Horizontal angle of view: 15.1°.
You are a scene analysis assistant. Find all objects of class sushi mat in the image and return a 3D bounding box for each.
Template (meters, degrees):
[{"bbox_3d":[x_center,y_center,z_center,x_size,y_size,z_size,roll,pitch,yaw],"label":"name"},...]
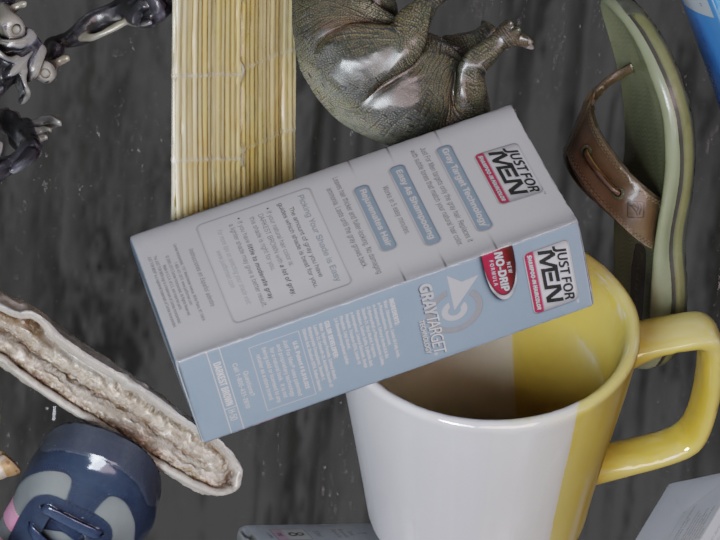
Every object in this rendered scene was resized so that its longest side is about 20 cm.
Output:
[{"bbox_3d":[-0.063,-0.103,1.360,0.096,0.012,0.200,-17,112,-53],"label":"sushi mat"}]

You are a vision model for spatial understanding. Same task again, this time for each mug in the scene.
[{"bbox_3d":[0.079,0.085,1.382,0.187,0.149,0.153,12,132,13],"label":"mug"}]

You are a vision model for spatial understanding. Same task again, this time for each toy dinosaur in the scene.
[{"bbox_3d":[0.018,-0.102,1.364,0.200,0.077,0.102,40,86,-27],"label":"toy dinosaur"}]

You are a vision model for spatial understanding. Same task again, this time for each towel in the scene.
[{"bbox_3d":[-0.153,0.041,1.340,0.200,0.133,0.034,35,87,-19],"label":"towel"}]

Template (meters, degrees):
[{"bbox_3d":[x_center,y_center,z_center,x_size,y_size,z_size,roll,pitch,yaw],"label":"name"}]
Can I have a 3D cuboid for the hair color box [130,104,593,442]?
[{"bbox_3d":[0.000,0.000,1.310,0.200,0.099,0.061,-20,132,-5],"label":"hair color box"}]

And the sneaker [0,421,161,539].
[{"bbox_3d":[-0.153,0.149,1.332,0.070,0.200,0.082,26,52,-3],"label":"sneaker"}]

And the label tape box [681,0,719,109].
[{"bbox_3d":[0.263,-0.175,1.418,0.200,0.066,0.143,-25,108,-9],"label":"label tape box"}]

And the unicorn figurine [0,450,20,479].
[{"bbox_3d":[-0.227,0.133,1.258,0.137,0.074,0.200,-7,91,-26],"label":"unicorn figurine"}]

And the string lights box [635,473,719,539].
[{"bbox_3d":[0.223,0.217,1.480,0.200,0.059,0.103,51,52,-18],"label":"string lights box"}]

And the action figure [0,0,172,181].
[{"bbox_3d":[-0.186,-0.095,1.318,0.200,0.102,0.119,-42,111,-17],"label":"action figure"}]

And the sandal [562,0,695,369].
[{"bbox_3d":[0.135,-0.043,1.412,0.057,0.080,0.201,-4,105,-11],"label":"sandal"}]

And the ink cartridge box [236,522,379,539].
[{"bbox_3d":[0.026,0.219,1.472,0.200,0.057,0.163,1,103,-22],"label":"ink cartridge box"}]
